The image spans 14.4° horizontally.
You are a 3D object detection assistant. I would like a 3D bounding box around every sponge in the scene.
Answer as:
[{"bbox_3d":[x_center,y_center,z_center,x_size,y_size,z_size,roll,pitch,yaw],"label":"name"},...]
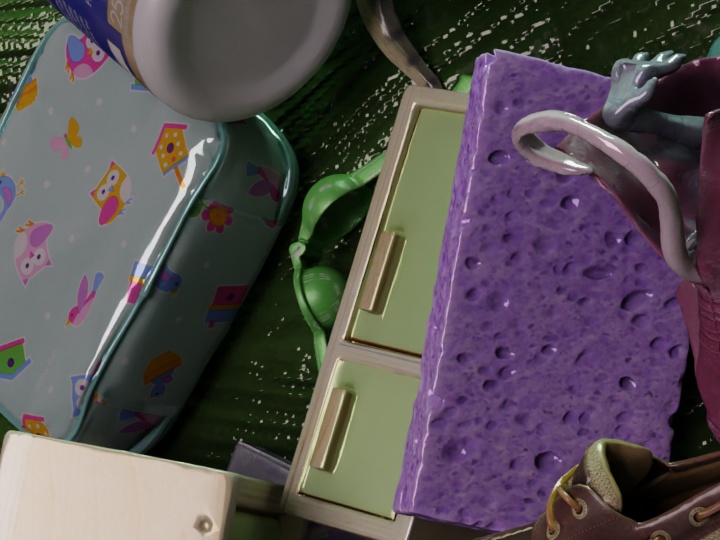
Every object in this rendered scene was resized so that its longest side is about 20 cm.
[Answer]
[{"bbox_3d":[0.086,0.016,1.209,0.030,0.112,0.200,171,111,-75],"label":"sponge"}]

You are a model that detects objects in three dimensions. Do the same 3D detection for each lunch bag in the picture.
[{"bbox_3d":[-0.127,-0.021,1.407,0.160,0.077,0.200,37,103,39],"label":"lunch bag"}]

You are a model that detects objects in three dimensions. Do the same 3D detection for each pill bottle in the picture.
[{"bbox_3d":[-0.102,-0.162,1.350,0.200,0.116,0.116,40,105,42],"label":"pill bottle"}]

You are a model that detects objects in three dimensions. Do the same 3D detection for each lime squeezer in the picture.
[{"bbox_3d":[0.000,0.000,1.333,0.071,0.038,0.200,16,87,12],"label":"lime squeezer"}]

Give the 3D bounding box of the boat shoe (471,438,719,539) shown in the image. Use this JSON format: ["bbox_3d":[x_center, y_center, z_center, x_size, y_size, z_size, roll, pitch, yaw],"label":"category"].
[{"bbox_3d":[0.105,0.098,1.133,0.200,0.072,0.072,-13,108,26],"label":"boat shoe"}]

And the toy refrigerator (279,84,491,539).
[{"bbox_3d":[0.036,0.024,1.259,0.076,0.070,0.200,13,83,40],"label":"toy refrigerator"}]

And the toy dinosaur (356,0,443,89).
[{"bbox_3d":[-0.010,-0.175,1.371,0.088,0.047,0.200,-11,76,30],"label":"toy dinosaur"}]

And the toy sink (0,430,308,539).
[{"bbox_3d":[-0.092,0.150,1.281,0.112,0.200,0.130,10,84,10],"label":"toy sink"}]

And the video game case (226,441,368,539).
[{"bbox_3d":[-0.008,0.178,1.304,0.200,0.019,0.143,23,94,41],"label":"video game case"}]

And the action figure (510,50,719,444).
[{"bbox_3d":[0.161,0.013,1.122,0.134,0.149,0.200,18,123,49],"label":"action figure"}]

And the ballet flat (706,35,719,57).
[{"bbox_3d":[0.219,-0.113,1.151,0.200,0.067,0.070,-42,26,29],"label":"ballet flat"}]
